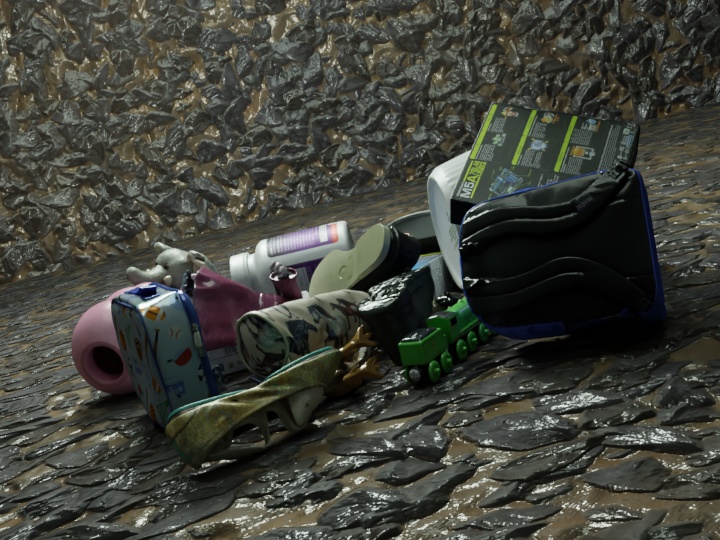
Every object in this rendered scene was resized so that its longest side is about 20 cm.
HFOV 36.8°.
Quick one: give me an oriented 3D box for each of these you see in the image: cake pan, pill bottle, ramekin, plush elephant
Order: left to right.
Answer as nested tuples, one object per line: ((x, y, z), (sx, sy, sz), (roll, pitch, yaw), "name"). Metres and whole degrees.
((-0.285, 0.038, 1.620), (0.199, 0.156, 0.164), (-21, 12, -37), "plush elephant")
((-0.106, -0.005, 1.759), (0.199, 0.112, 0.111), (-13, 9, 4), "pill bottle")
((0.132, -0.043, 1.617), (0.199, 0.037, 0.200), (-2, -18, -1), "cake pan")
((0.156, -0.063, 1.434), (0.094, 0.204, 0.202), (-16, 9, -6), "ramekin")

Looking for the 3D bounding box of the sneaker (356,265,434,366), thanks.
((0.050, 0.054, 1.241), (0.076, 0.091, 0.200), (-22, 7, 20), "sneaker")

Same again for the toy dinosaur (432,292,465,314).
((0.123, 0.044, 1.350), (0.199, 0.048, 0.088), (-13, 2, -17), "toy dinosaur")

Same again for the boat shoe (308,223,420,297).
((0.000, 0.003, 1.370), (0.063, 0.074, 0.201), (17, -29, -29), "boat shoe")

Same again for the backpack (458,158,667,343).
((0.212, 0.000, 1.142), (0.199, 0.164, 0.168), (-11, -19, 18), "backpack")

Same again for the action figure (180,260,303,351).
((-0.123, 0.063, 1.344), (0.199, 0.135, 0.149), (6, -10, -16), "action figure")

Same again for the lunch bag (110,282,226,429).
((-0.220, 0.089, 1.215), (0.075, 0.161, 0.200), (-18, 9, -23), "lunch bag")

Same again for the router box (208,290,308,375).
((-0.147, 0.087, 1.466), (0.199, 0.049, 0.179), (-15, 9, -9), "router box")

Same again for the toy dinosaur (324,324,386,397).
((-0.028, 0.117, 1.149), (0.106, 0.061, 0.200), (-43, -14, 35), "toy dinosaur")

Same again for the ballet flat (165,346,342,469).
((-0.091, 0.137, 1.047), (0.199, 0.071, 0.071), (-20, 11, -32), "ballet flat")

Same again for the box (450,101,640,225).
((0.225, -0.117, 1.304), (0.192, 0.048, 0.201), (9, 46, 17), "box")

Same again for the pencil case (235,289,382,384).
((-0.051, 0.074, 1.244), (0.199, 0.090, 0.078), (-12, -32, -51), "pencil case")

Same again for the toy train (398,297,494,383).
((0.099, 0.069, 1.188), (0.042, 0.057, 0.200), (-8, 11, 31), "toy train")

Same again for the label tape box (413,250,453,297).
((0.051, 0.021, 1.521), (0.142, 0.067, 0.200), (-10, 5, 23), "label tape box")

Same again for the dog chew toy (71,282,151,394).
((-0.303, 0.080, 1.448), (0.124, 0.125, 0.200), (-11, 20, 16), "dog chew toy")
